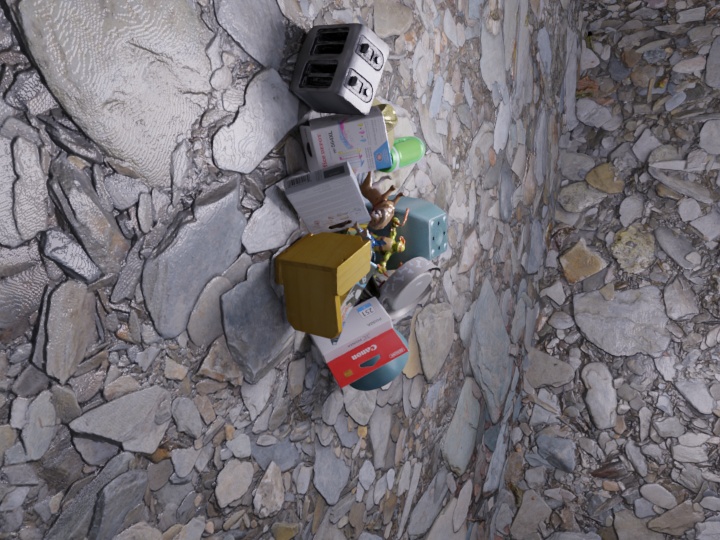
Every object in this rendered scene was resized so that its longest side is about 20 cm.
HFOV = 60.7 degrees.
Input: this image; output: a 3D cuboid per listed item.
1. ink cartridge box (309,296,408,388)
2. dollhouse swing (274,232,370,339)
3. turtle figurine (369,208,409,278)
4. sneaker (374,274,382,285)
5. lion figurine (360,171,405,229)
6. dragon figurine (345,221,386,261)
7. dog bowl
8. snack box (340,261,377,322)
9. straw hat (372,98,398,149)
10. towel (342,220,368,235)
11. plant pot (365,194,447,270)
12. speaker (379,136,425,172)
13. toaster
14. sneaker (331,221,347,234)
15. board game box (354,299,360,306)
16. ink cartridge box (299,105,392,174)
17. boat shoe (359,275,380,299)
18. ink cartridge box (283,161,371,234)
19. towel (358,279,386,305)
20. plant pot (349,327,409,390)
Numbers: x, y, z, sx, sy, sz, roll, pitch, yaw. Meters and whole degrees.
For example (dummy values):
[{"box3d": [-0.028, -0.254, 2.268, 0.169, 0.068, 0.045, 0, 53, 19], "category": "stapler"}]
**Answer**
[{"box3d": [-0.006, 0.177, 1.557, 0.200, 0.176, 0.045, -27, 138, -10], "category": "ink cartridge box"}, {"box3d": [-0.078, 0.032, 1.454, 0.182, 0.200, 0.176, -40, 126, -40], "category": "dollhouse swing"}, {"box3d": [0.059, -0.082, 1.700, 0.064, 0.161, 0.201, 25, 77, -69], "category": "turtle figurine"}, {"box3d": [0.048, 0.070, 1.819, 0.076, 0.075, 0.200, -46, 145, 0], "category": "sneaker"}, {"box3d": [0.045, -0.204, 1.694, 0.072, 0.200, 0.123, 30, 112, -39], "category": "lion figurine"}, {"box3d": [0.024, -0.062, 1.519, 0.099, 0.200, 0.059, 35, 92, -30], "category": "dragon figurine"}, {"box3d": [0.129, 0.045, 1.687, 0.200, 0.059, 0.200, -36, 158, -17], "category": "dog bowl"}, {"box3d": [-0.054, 0.047, 1.483, 0.037, 0.116, 0.200, 29, 93, -43], "category": "snack box"}, {"box3d": [0.052, -0.403, 1.646, 0.201, 0.085, 0.202, 12, 73, -42], "category": "straw hat"}, {"box3d": [-0.033, -0.052, 1.622, 0.086, 0.018, 0.200, -6, 125, -53], "category": "towel"}, {"box3d": [0.143, -0.109, 1.796, 0.196, 0.199, 0.197, -26, 117, -54], "category": "plant pot"}, {"box3d": [0.115, -0.344, 1.817, 0.200, 0.088, 0.089, -30, 120, -52], "category": "speaker"}, {"box3d": [-0.054, -0.470, 1.442, 0.119, 0.200, 0.181, 27, 80, -52], "category": "toaster"}, {"box3d": [-0.048, -0.171, 1.610, 0.201, 0.072, 0.115, 58, 44, -59], "category": "sneaker"}, {"box3d": [-0.060, 0.066, 1.633, 0.200, 0.035, 0.127, -11, 119, -57], "category": "board game box"}, {"box3d": [-0.038, -0.303, 1.479, 0.125, 0.199, 0.129, -103, -179, -65], "category": "ink cartridge box"}, {"box3d": [0.000, 0.000, 1.596, 0.073, 0.065, 0.200, -61, 140, -30], "category": "boat shoe"}, {"box3d": [-0.076, -0.167, 1.486, 0.200, 0.162, 0.057, 58, 17, -62], "category": "ink cartridge box"}, {"box3d": [0.047, 0.118, 1.775, 0.145, 0.022, 0.200, -44, 148, -8], "category": "towel"}, {"box3d": [0.014, 0.204, 1.663, 0.135, 0.200, 0.200, 57, 49, -35], "category": "plant pot"}]
